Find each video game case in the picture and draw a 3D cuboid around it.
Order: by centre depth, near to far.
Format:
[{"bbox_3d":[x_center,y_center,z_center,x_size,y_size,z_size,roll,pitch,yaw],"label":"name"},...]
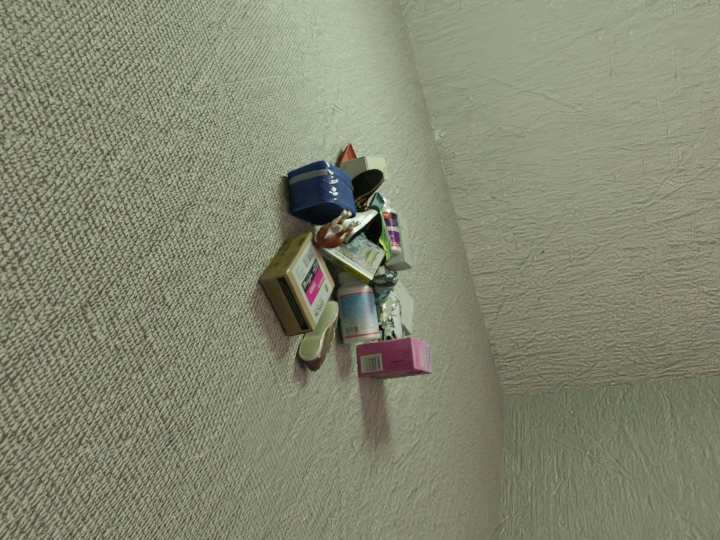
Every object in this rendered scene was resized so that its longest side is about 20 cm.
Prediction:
[{"bbox_3d":[-0.023,-0.056,1.539,0.180,0.026,0.200,32,30,-1],"label":"video game case"}]

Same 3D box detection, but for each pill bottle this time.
[{"bbox_3d":[-0.011,0.104,1.526,0.109,0.108,0.201,10,71,-68],"label":"pill bottle"},{"bbox_3d":[0.079,-0.145,1.880,0.112,0.112,0.201,22,59,-65],"label":"pill bottle"}]

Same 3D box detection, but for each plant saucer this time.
[{"bbox_3d":[-0.030,-0.295,1.788,0.200,0.037,0.200,-74,146,-50],"label":"plant saucer"},{"bbox_3d":[0.029,-0.164,1.794,0.070,0.019,0.201,45,62,-54],"label":"plant saucer"}]

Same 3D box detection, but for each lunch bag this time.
[{"bbox_3d":[-0.098,-0.209,1.426,0.200,0.135,0.133,19,62,-66],"label":"lunch bag"}]

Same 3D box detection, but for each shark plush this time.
[{"bbox_3d":[0.063,0.150,1.732,0.091,0.083,0.201,37,42,-38],"label":"shark plush"}]

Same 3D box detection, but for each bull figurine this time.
[{"bbox_3d":[-0.063,-0.099,1.376,0.065,0.121,0.200,48,8,-5],"label":"bull figurine"}]

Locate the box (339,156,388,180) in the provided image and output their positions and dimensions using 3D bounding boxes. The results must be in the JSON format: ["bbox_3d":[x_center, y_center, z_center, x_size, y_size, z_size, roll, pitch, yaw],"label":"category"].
[{"bbox_3d":[0.016,-0.322,1.742,0.200,0.095,0.078,-26,103,-67],"label":"box"}]

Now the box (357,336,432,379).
[{"bbox_3d":[0.109,0.275,1.652,0.200,0.175,0.097,30,51,-64],"label":"box"}]

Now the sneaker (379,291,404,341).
[{"bbox_3d":[0.100,0.172,1.822,0.115,0.075,0.201,-41,121,-69],"label":"sneaker"}]

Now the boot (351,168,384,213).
[{"bbox_3d":[0.006,-0.214,1.653,0.073,0.200,0.151,48,2,26],"label":"boot"}]

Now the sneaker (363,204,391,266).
[{"bbox_3d":[0.057,-0.117,1.764,0.085,0.078,0.201,-32,117,-61],"label":"sneaker"}]

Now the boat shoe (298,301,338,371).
[{"bbox_3d":[-0.096,0.160,1.335,0.200,0.072,0.060,-71,149,-47],"label":"boat shoe"}]

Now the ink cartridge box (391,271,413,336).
[{"bbox_3d":[0.136,0.127,2.000,0.200,0.050,0.163,51,34,-36],"label":"ink cartridge box"}]

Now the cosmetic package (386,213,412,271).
[{"bbox_3d":[0.138,-0.105,2.051,0.107,0.090,0.201,29,49,-67],"label":"cosmetic package"}]

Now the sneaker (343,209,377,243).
[{"bbox_3d":[-0.016,-0.153,1.586,0.085,0.073,0.200,39,33,8],"label":"sneaker"}]

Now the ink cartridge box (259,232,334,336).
[{"bbox_3d":[-0.144,0.028,1.272,0.200,0.075,0.165,-70,141,-56],"label":"ink cartridge box"}]

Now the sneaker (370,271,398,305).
[{"bbox_3d":[0.066,0.055,1.569,0.200,0.077,0.087,162,-85,-72],"label":"sneaker"}]
